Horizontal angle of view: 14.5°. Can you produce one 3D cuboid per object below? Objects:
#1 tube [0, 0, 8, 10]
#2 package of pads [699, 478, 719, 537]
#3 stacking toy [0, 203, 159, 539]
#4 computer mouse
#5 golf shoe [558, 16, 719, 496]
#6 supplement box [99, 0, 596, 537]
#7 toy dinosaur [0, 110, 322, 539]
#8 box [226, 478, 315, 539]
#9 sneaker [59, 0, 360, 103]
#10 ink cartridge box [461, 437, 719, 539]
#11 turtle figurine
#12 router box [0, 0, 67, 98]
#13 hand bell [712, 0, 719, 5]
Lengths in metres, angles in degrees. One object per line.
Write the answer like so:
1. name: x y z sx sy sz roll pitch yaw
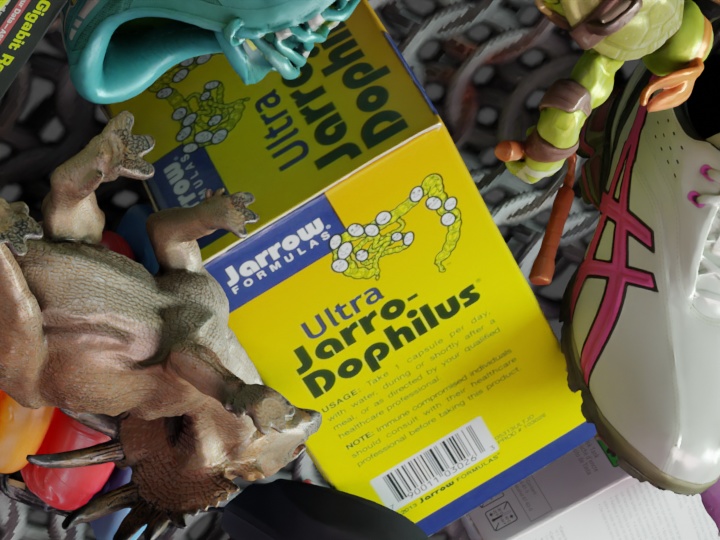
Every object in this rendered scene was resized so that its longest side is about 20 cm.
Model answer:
1. tube: -0.098 -0.137 0.889 0.058 0.052 0.200 43 109 -9
2. package of pads: 0.198 0.014 1.215 0.200 0.121 0.076 -43 164 11
3. stacking toy: -0.167 0.027 1.061 0.199 0.110 0.117 9 110 -21
4. computer mouse: -0.062 0.105 1.135 0.199 0.034 0.059 8 148 24
5. golf shoe: 0.125 -0.011 1.096 0.072 0.201 0.092 16 144 -20
6. supplement box: 0.000 0.000 1.107 0.109 0.109 0.200 -31 136 1
7. toy dinosaur: -0.097 0.025 0.977 0.199 0.086 0.136 32 139 -11
8. box: -0.058 0.204 1.263 0.200 0.103 0.095 -39 135 7
9. sneaker: -0.019 -0.102 0.967 0.199 0.080 0.077 -12 154 34
10. ink cartridge box: 0.149 0.099 1.319 0.199 0.050 0.109 -29 136 -4
11. turtle figurine: 0.078 -0.104 1.055 0.161 0.064 0.201 29 87 -32
12. router box: -0.140 -0.158 0.925 0.149 0.062 0.200 21 116 -38
13. hand bell: 0.074 -0.155 0.984 0.104 0.104 0.200 -44 122 13
